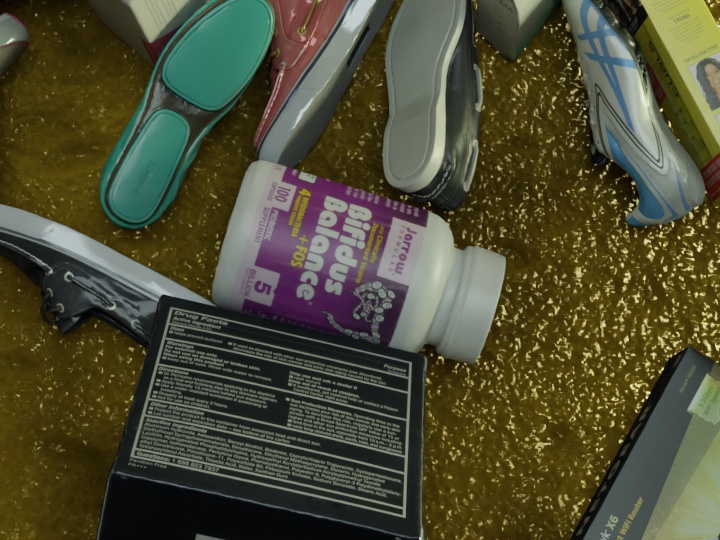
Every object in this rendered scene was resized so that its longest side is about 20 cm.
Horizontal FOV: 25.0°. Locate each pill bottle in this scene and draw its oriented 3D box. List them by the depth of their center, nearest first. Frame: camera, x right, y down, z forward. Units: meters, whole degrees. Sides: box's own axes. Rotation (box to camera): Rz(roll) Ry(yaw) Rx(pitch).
[{"bbox_3d":[0.000,0.000,1.177,0.198,0.112,0.113,17,76,-2],"label":"pill bottle"}]

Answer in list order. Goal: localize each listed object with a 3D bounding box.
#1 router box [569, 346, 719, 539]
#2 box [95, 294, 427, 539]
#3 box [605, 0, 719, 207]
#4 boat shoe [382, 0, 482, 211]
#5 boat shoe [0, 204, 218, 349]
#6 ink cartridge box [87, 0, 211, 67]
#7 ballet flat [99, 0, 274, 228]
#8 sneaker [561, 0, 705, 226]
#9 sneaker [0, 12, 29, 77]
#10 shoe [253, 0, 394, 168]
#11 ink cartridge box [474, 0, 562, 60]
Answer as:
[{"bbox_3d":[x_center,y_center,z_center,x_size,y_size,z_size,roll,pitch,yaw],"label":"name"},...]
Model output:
[{"bbox_3d":[0.255,0.183,1.193,0.156,0.052,0.201,31,76,2],"label":"router box"},{"bbox_3d":[-0.063,0.137,1.086,0.198,0.124,0.199,14,33,-4],"label":"box"},{"bbox_3d":[0.256,-0.154,1.259,0.050,0.075,0.201,-26,82,-9],"label":"box"},{"bbox_3d":[0.063,-0.140,1.241,0.060,0.073,0.202,30,52,-40],"label":"boat shoe"},{"bbox_3d":[-0.198,0.019,1.180,0.199,0.070,0.067,27,75,-7],"label":"boat shoe"},{"bbox_3d":[-0.117,-0.263,1.197,0.085,0.146,0.200,41,82,12],"label":"ink cartridge box"},{"bbox_3d":[-0.136,-0.124,1.208,0.067,0.070,0.201,32,87,-19],"label":"ballet flat"},{"bbox_3d":[0.196,-0.128,1.245,0.072,0.072,0.202,-25,85,16],"label":"sneaker"},{"bbox_3d":[-0.298,-0.095,1.191,0.088,0.081,0.201,34,83,-2],"label":"sneaker"},{"bbox_3d":[-0.049,-0.173,1.237,0.090,0.072,0.201,27,77,10],"label":"shoe"},{"bbox_3d":[0.153,-0.265,1.206,0.050,0.200,0.161,38,77,9],"label":"ink cartridge box"}]
